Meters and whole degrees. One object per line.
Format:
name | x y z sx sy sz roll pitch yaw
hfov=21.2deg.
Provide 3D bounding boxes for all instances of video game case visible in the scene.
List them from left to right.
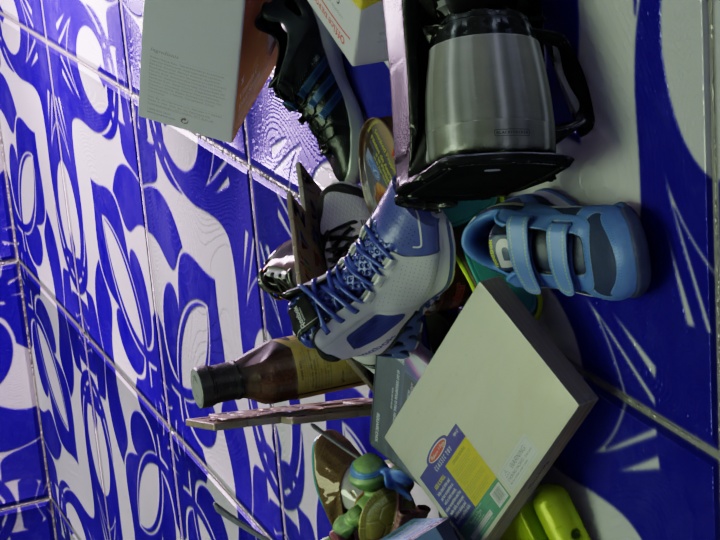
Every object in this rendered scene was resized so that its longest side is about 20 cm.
video game case | 0.082 0.151 1.691 0.200 0.019 0.143 38 139 36

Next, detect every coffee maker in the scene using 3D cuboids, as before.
coffee maker | 0.069 -0.159 1.442 0.192 0.134 0.201 -13 77 49

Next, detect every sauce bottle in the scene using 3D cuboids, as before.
sauce bottle | -0.066 0.095 1.883 0.066 0.199 0.066 171 90 -69

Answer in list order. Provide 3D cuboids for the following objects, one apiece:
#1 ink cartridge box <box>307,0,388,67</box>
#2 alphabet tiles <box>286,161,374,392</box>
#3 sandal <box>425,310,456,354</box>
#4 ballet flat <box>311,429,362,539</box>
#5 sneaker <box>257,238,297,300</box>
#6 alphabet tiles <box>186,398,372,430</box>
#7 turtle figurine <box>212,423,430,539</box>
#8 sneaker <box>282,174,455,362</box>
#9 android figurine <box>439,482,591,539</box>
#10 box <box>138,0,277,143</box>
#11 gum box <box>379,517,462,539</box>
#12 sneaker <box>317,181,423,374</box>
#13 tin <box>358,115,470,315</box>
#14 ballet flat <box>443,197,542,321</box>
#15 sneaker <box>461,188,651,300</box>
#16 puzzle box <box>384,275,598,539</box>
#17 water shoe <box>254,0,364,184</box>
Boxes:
ink cartridge box | 0.006 -0.262 1.688 0.117 0.067 0.200 -121 28 -43
alphabet tiles | -0.030 -0.002 1.838 0.167 0.008 0.200 52 -158 -46
sandal | 0.080 0.133 1.734 0.075 0.045 0.201 -167 68 -68
ballet flat | 0.001 0.263 2.004 0.072 0.068 0.201 0 101 49
sneaker | -0.060 0.012 1.925 0.200 0.082 0.077 -110 -3 -79
alphabet tiles | -0.062 0.140 1.875 0.167 0.199 0.008 176 89 -69
turtle figurine | -0.003 0.253 1.855 0.144 0.199 0.194 -58 -46 -59
sneaker | 0.002 0.017 1.592 0.081 0.115 0.200 57 148 31
android figurine | 0.127 0.226 1.615 0.201 0.041 0.182 64 150 8
box | -0.147 -0.260 1.950 0.200 0.106 0.152 100 -169 -45
gum box | 0.086 0.293 1.636 0.170 0.044 0.200 60 170 3
sneaker | 0.000 0.000 1.784 0.088 0.076 0.201 21 -136 -59
tin | 0.050 -0.053 1.729 0.112 0.042 0.200 101 151 -54
ballet flat | 0.097 -0.030 1.588 0.067 0.067 0.201 67 -178 -69
sneaker | 0.146 -0.015 1.427 0.200 0.082 0.074 -166 67 -66
puzzle box | 0.100 0.119 1.542 0.133 0.025 0.200 52 135 25
water shoe | -0.052 -0.171 1.877 0.072 0.079 0.201 136 121 -67
